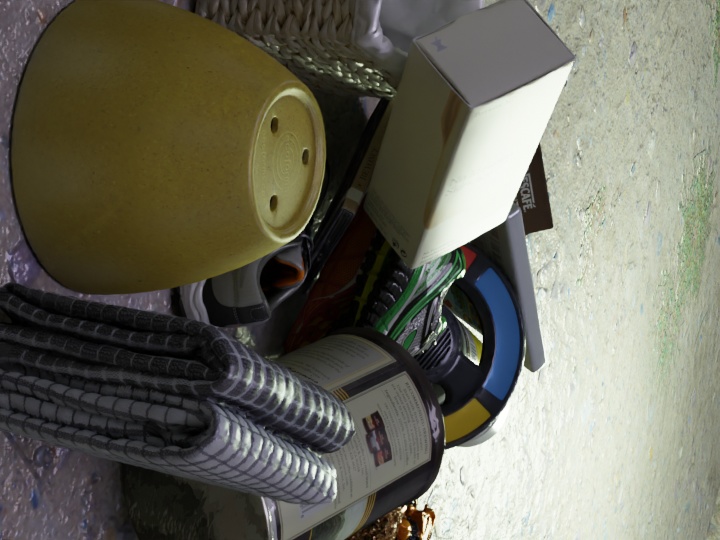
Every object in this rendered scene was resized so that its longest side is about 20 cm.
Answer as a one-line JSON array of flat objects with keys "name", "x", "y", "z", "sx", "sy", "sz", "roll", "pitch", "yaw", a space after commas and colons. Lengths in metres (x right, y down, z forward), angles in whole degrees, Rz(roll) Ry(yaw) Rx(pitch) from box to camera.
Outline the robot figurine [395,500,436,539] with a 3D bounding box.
[{"name": "robot figurine", "x": 0.021, "y": 0.247, "z": 1.375, "sx": 0.200, "sy": 0.058, "sz": 0.146, "roll": 52, "pitch": 51, "yaw": -56}]

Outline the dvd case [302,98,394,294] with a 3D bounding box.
[{"name": "dvd case", "x": 0.001, "y": -0.092, "z": 1.193, "sx": 0.201, "sy": 0.016, "sz": 0.149, "roll": -67, "pitch": -173, "yaw": -31}]

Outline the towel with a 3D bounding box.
[{"name": "towel", "x": -0.123, "y": 0.077, "z": 0.850, "sx": 0.165, "sy": 0.198, "sz": 0.086, "roll": 35, "pitch": 66, "yaw": -60}]

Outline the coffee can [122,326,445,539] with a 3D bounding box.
[{"name": "coffee can", "x": -0.054, "y": 0.138, "z": 1.032, "sx": 0.199, "sy": 0.145, "sz": 0.148, "roll": -20, "pitch": 116, "yaw": -48}]

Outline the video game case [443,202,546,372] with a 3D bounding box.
[{"name": "video game case", "x": 0.101, "y": -0.018, "z": 1.346, "sx": 0.023, "sy": 0.182, "sz": 0.201, "roll": -34, "pitch": 134, "yaw": -19}]

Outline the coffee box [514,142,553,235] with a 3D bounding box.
[{"name": "coffee box", "x": 0.130, "y": -0.136, "z": 1.385, "sx": 0.201, "sy": 0.079, "sz": 0.115, "roll": -96, "pitch": 172, "yaw": -48}]

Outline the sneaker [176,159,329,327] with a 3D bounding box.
[{"name": "sneaker", "x": -0.064, "y": -0.022, "z": 1.093, "sx": 0.201, "sy": 0.079, "sz": 0.074, "roll": -59, "pitch": 145, "yaw": -43}]

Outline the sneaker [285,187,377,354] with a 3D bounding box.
[{"name": "sneaker", "x": 0.000, "y": 0.000, "z": 1.215, "sx": 0.073, "sy": 0.077, "sz": 0.201, "roll": 34, "pitch": 92, "yaw": -29}]

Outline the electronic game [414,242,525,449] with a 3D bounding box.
[{"name": "electronic game", "x": 0.052, "y": 0.062, "z": 1.257, "sx": 0.042, "sy": 0.198, "sz": 0.202, "roll": 158, "pitch": -57, "yaw": -79}]

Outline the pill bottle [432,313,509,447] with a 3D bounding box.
[{"name": "pill bottle", "x": 0.077, "y": 0.108, "z": 1.392, "sx": 0.200, "sy": 0.113, "sz": 0.115, "roll": 43, "pitch": 58, "yaw": -61}]

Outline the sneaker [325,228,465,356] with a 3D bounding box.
[{"name": "sneaker", "x": 0.026, "y": 0.059, "z": 1.160, "sx": 0.085, "sy": 0.078, "sz": 0.201, "roll": 21, "pitch": 103, "yaw": -27}]

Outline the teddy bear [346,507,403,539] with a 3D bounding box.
[{"name": "teddy bear", "x": 0.006, "y": 0.224, "z": 1.193, "sx": 0.145, "sy": 0.066, "sz": 0.202, "roll": 171, "pitch": -72, "yaw": -70}]

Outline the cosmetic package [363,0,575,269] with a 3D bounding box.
[{"name": "cosmetic package", "x": 0.076, "y": -0.099, "z": 1.044, "sx": 0.105, "sy": 0.071, "sz": 0.201, "roll": -28, "pitch": 156, "yaw": -25}]

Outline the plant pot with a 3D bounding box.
[{"name": "plant pot", "x": -0.106, "y": -0.075, "z": 0.909, "sx": 0.200, "sy": 0.141, "sz": 0.202, "roll": -31, "pitch": 125, "yaw": -59}]

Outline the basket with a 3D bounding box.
[{"name": "basket", "x": -0.004, "y": -0.243, "z": 1.062, "sx": 0.198, "sy": 0.159, "sz": 0.202, "roll": 18, "pitch": 81, "yaw": -65}]
